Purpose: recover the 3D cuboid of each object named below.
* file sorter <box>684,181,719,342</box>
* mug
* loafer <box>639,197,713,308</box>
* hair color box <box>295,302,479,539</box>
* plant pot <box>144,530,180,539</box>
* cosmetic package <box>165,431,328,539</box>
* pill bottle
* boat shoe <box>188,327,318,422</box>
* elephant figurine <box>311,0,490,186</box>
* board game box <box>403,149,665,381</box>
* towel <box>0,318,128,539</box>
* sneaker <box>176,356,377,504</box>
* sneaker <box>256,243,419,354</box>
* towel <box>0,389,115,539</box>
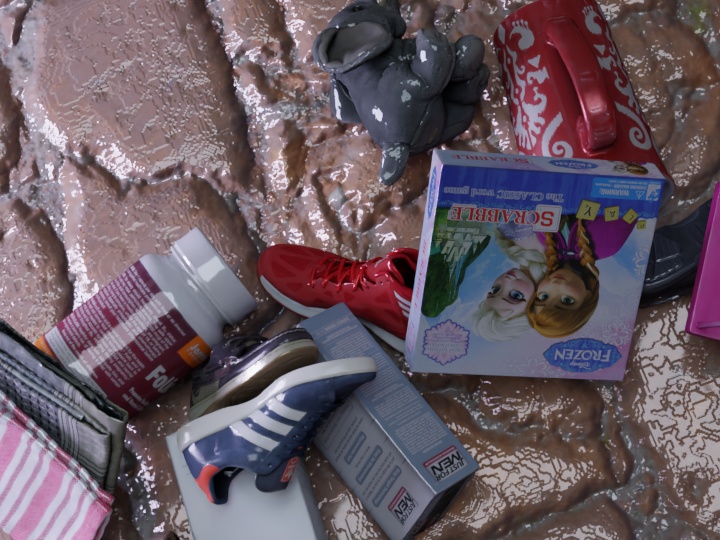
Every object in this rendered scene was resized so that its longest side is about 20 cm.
[{"bbox_3d":[0.407,0.008,1.419,0.200,0.125,0.139,15,83,-9],"label":"file sorter"},{"bbox_3d":[0.209,-0.155,1.524,0.133,0.178,0.200,-2,65,-26],"label":"mug"},{"bbox_3d":[0.330,-0.023,1.522,0.200,0.063,0.072,-22,57,-2],"label":"loafer"},{"bbox_3d":[0.009,0.139,1.494,0.061,0.099,0.200,-25,67,-37],"label":"hair color box"},{"bbox_3d":[-0.226,0.333,1.441,0.198,0.200,0.200,-23,71,-5],"label":"plant pot"},{"bbox_3d":[-0.093,0.232,1.501,0.113,0.081,0.200,-18,73,4],"label":"cosmetic package"},{"bbox_3d":[-0.202,0.057,1.551,0.200,0.114,0.114,-38,72,-3],"label":"pill bottle"},{"bbox_3d":[-0.106,0.089,1.497,0.072,0.200,0.065,-6,70,-32],"label":"boat shoe"},{"bbox_3d":[0.014,-0.202,1.600,0.200,0.155,0.142,32,124,27],"label":"elephant figurine"},{"bbox_3d":[0.150,-0.002,1.445,0.200,0.041,0.200,2,115,-9],"label":"board game box"},{"bbox_3d":[-0.303,0.152,1.510,0.192,0.200,0.035,34,41,19],"label":"towel"},{"bbox_3d":[-0.062,0.142,1.431,0.200,0.075,0.085,-28,74,23],"label":"sneaker"},{"bbox_3d":[0.000,0.000,1.526,0.200,0.116,0.078,19,55,8],"label":"sneaker"},{"bbox_3d":[-0.318,0.189,1.511,0.200,0.146,0.030,41,44,8],"label":"towel"}]
